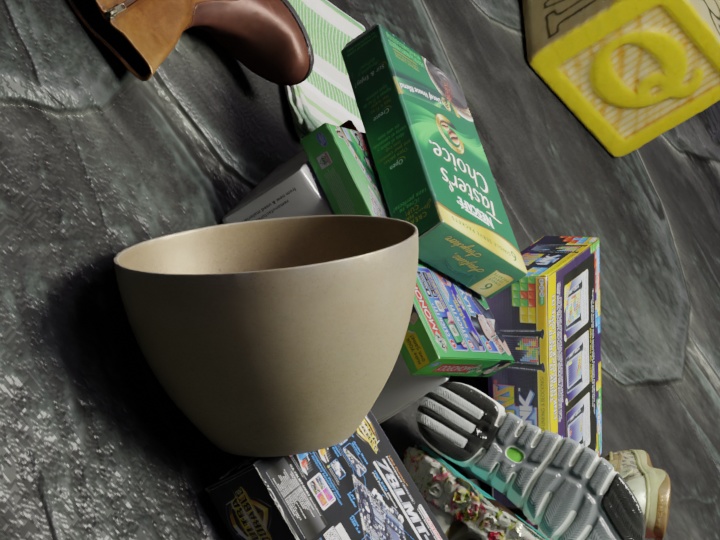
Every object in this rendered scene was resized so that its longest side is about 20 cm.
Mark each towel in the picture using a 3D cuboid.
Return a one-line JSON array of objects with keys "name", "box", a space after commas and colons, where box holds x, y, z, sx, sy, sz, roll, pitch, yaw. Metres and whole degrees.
[{"name": "towel", "box": [-0.025, -0.171, 1.780, 0.153, 0.023, 0.200, 31, 36, -47]}]

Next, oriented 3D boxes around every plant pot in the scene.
[{"name": "plant pot", "box": [-0.056, 0.046, 1.318, 0.200, 0.200, 0.135, -31, 118, -65]}]

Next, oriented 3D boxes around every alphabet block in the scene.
[{"name": "alphabet block", "box": [0.321, -0.293, 2.355, 0.195, 0.196, 0.200, 42, 30, -30]}]

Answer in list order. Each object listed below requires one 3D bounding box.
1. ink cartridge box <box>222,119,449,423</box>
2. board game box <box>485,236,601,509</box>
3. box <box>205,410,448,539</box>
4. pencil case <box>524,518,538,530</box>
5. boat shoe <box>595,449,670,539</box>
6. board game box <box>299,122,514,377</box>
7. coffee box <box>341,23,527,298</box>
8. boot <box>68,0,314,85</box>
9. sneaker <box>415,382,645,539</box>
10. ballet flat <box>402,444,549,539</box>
[{"name": "ink cartridge box", "box": [0.000, 0.000, 1.562, 0.200, 0.083, 0.147, 55, 24, -8]}, {"name": "board game box", "box": [0.157, 0.083, 1.690, 0.165, 0.057, 0.200, -27, 117, -64]}, {"name": "box", "box": [-0.003, 0.197, 1.376, 0.200, 0.050, 0.199, 60, 23, -1]}, {"name": "pencil case", "box": [0.146, 0.273, 1.528, 0.200, 0.091, 0.094, -85, 172, -55]}, {"name": "boat shoe", "box": [0.209, 0.183, 1.655, 0.200, 0.063, 0.073, 130, -34, -84]}, {"name": "board game box", "box": [0.037, -0.014, 1.510, 0.135, 0.029, 0.200, 7, 55, -60]}, {"name": "coffee box", "box": [0.057, -0.084, 1.543, 0.123, 0.044, 0.200, 31, 35, -46]}, {"name": "boot", "box": [-0.129, -0.194, 1.559, 0.188, 0.068, 0.200, 54, 26, -11]}, {"name": "sneaker", "box": [0.132, 0.157, 1.554, 0.200, 0.075, 0.115, 37, -8, 6]}, {"name": "ballet flat", "box": [0.090, 0.202, 1.484, 0.200, 0.064, 0.076, 35, -20, 34]}]
